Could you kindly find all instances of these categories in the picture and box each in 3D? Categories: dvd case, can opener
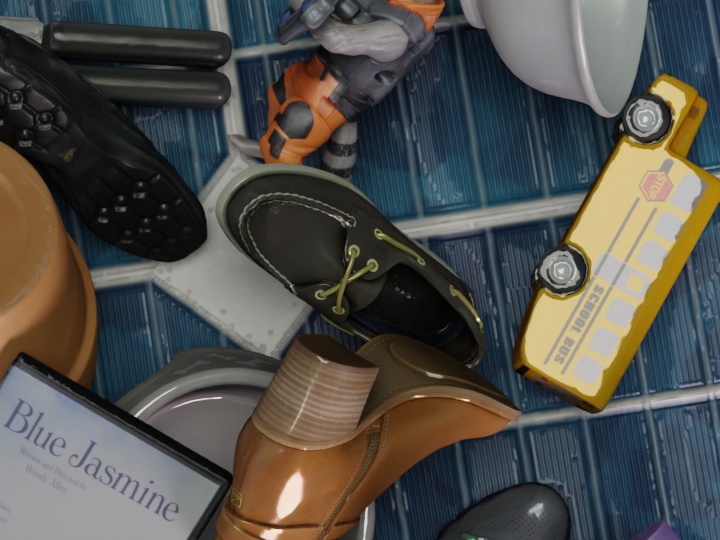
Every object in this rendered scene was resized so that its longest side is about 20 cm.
[{"bbox_3d":[-0.182,0.164,1.485,0.142,0.018,0.200,30,103,-5],"label":"dvd case"},{"bbox_3d":[-0.182,-0.127,1.615,0.199,0.067,0.054,2,81,-13],"label":"can opener"}]

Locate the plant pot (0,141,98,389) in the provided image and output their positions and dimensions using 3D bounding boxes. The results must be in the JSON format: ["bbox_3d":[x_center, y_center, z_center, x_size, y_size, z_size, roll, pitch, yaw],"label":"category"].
[{"bbox_3d":[-0.248,0.009,1.515,0.199,0.140,0.201,5,60,-9],"label":"plant pot"}]

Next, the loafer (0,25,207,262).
[{"bbox_3d":[-0.165,-0.079,1.563,0.068,0.071,0.200,-34,127,20],"label":"loafer"}]

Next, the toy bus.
[{"bbox_3d":[0.161,-0.018,1.590,0.078,0.065,0.200,29,84,3],"label":"toy bus"}]

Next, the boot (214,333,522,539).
[{"bbox_3d":[-0.004,0.117,1.502,0.074,0.200,0.155,37,108,42],"label":"boot"}]

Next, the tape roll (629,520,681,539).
[{"bbox_3d":[0.125,0.238,1.492,0.200,0.200,0.085,-40,84,-5],"label":"tape roll"}]

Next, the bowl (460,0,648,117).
[{"bbox_3d":[0.113,-0.193,1.559,0.090,0.201,0.202,2,83,18],"label":"bowl"}]

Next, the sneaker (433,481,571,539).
[{"bbox_3d":[0.050,0.204,1.552,0.200,0.088,0.074,-42,85,-4],"label":"sneaker"}]

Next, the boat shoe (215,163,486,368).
[{"bbox_3d":[0.000,0.000,1.531,0.201,0.061,0.072,29,107,-38],"label":"boat shoe"}]

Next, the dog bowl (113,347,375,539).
[{"bbox_3d":[-0.082,0.145,1.548,0.199,0.059,0.201,0,90,-16],"label":"dog bowl"}]

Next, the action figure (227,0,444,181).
[{"bbox_3d":[-0.008,-0.128,1.566,0.104,0.200,0.194,33,114,-6],"label":"action figure"}]
